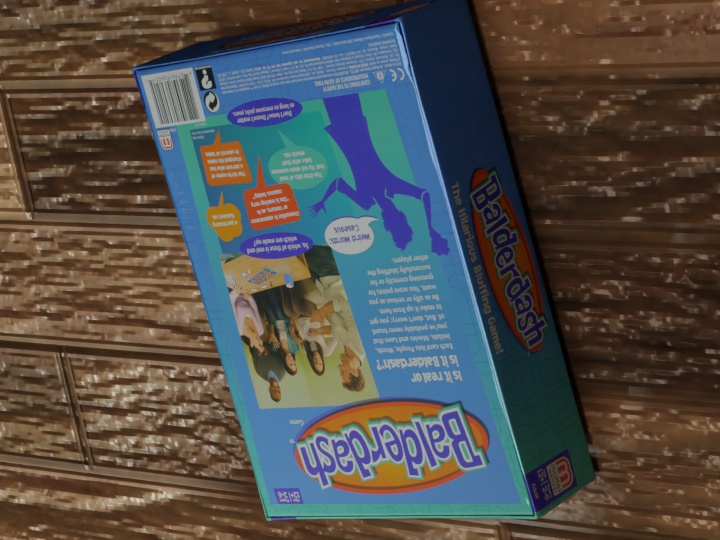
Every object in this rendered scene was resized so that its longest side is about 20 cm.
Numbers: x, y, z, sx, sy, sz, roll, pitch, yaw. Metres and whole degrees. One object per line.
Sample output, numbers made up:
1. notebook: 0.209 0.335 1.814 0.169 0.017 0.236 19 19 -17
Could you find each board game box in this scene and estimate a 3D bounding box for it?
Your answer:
1. board game box: 0.000 0.000 1.043 0.152 0.045 0.201 -5 105 43
